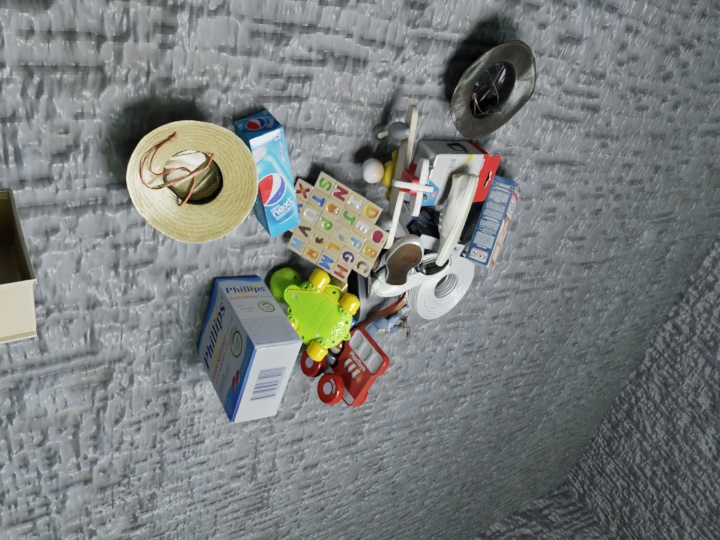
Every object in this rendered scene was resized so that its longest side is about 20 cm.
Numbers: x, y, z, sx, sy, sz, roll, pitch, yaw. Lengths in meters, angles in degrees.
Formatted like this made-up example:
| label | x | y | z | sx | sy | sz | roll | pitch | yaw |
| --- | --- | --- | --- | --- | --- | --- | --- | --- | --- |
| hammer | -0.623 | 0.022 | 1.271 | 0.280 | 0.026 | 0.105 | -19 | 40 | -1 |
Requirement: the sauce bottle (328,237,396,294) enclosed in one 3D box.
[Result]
| label | x | y | z | sx | sy | sz | roll | pitch | yaw |
| --- | --- | --- | --- | --- | --- | --- | --- | --- | --- |
| sauce bottle | -0.003 | -0.010 | 1.300 | 0.200 | 0.065 | 0.065 | -44 | 141 | -4 |

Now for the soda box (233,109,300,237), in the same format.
| label | x | y | z | sx | sy | sz | roll | pitch | yaw |
| --- | --- | --- | --- | --- | --- | --- | --- | --- | --- |
| soda box | -0.156 | -0.161 | 1.027 | 0.063 | 0.068 | 0.203 | -26 | 138 | -19 |

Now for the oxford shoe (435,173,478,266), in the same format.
| label | x | y | z | sx | sy | sz | roll | pitch | yaw |
| --- | --- | --- | --- | --- | --- | --- | --- | --- | --- |
| oxford shoe | 0.190 | -0.109 | 1.259 | 0.075 | 0.056 | 0.205 | -32 | 141 | -67 |

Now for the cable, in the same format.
| label | x | y | z | sx | sy | sz | roll | pitch | yaw |
| --- | --- | --- | --- | --- | --- | --- | --- | --- | --- |
| cable | 0.196 | 0.024 | 1.496 | 0.196 | 0.069 | 0.204 | -16 | 133 | -30 |

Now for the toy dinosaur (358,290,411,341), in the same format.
| label | x | y | z | sx | sy | sz | roll | pitch | yaw |
| --- | --- | --- | --- | --- | --- | --- | --- | --- | --- |
| toy dinosaur | 0.031 | 0.143 | 1.458 | 0.176 | 0.206 | 0.105 | 0 | 160 | 14 |

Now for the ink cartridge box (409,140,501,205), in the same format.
| label | x | y | z | sx | sy | sz | roll | pitch | yaw |
| --- | --- | --- | --- | --- | --- | --- | --- | --- | --- |
| ink cartridge box | 0.200 | -0.210 | 1.293 | 0.196 | 0.067 | 0.119 | -7 | 129 | -36 |

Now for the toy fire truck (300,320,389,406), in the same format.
| label | x | y | z | sx | sy | sz | roll | pitch | yaw |
| --- | --- | --- | --- | --- | --- | --- | --- | --- | --- |
| toy fire truck | -0.033 | 0.196 | 1.345 | 0.111 | 0.201 | 0.170 | 18 | 113 | -48 |

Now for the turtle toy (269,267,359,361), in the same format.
| label | x | y | z | sx | sy | sz | roll | pitch | yaw |
| --- | --- | --- | --- | --- | --- | --- | --- | --- | --- |
| turtle toy | -0.097 | 0.071 | 1.187 | 0.147 | 0.198 | 0.101 | -52 | 179 | 1 |

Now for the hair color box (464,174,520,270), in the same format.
| label | x | y | z | sx | sy | sz | roll | pitch | yaw |
| --- | --- | --- | --- | --- | --- | --- | --- | --- | --- |
| hair color box | 0.313 | -0.109 | 1.416 | 0.100 | 0.059 | 0.205 | 12 | 97 | -68 |

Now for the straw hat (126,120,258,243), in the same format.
| label | x | y | z | sx | sy | sz | roll | pitch | yaw |
| --- | --- | --- | --- | --- | --- | --- | --- | --- | --- |
| straw hat | -0.262 | -0.151 | 0.933 | 0.196 | 0.085 | 0.206 | -13 | 123 | -21 |

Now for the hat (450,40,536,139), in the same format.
| label | x | y | z | sx | sy | sz | roll | pitch | yaw |
| --- | --- | --- | --- | --- | --- | --- | --- | --- | --- |
| hat | 0.247 | -0.367 | 1.189 | 0.195 | 0.082 | 0.204 | -17 | 135 | -17 |

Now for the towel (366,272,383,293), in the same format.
| label | x | y | z | sx | sy | sz | roll | pitch | yaw |
| --- | --- | --- | --- | --- | --- | --- | --- | --- | --- |
| towel | -0.035 | 0.076 | 1.306 | 0.199 | 0.152 | 0.024 | -42 | 98 | -3 |

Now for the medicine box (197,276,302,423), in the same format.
| label | x | y | z | sx | sy | sz | roll | pitch | yaw |
| --- | --- | --- | --- | --- | --- | --- | --- | --- | --- |
| medicine box | -0.217 | 0.145 | 1.141 | 0.101 | 0.200 | 0.186 | -2 | 127 | -38 |

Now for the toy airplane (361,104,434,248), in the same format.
| label | x | y | z | sx | sy | sz | roll | pitch | yaw |
| --- | --- | --- | --- | --- | --- | --- | --- | --- | --- |
| toy airplane | 0.067 | -0.172 | 1.125 | 0.137 | 0.205 | 0.201 | 12 | 150 | 2 |

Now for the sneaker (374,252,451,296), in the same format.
| label | x | y | z | sx | sy | sz | roll | pitch | yaw |
| --- | --- | --- | --- | --- | --- | --- | --- | --- | --- |
| sneaker | 0.117 | 0.001 | 1.374 | 0.195 | 0.075 | 0.071 | -23 | 171 | -3 |

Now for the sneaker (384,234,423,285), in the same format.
| label | x | y | z | sx | sy | sz | roll | pitch | yaw |
| --- | --- | --- | --- | --- | --- | --- | --- | --- | --- |
| sneaker | 0.081 | -0.042 | 1.219 | 0.070 | 0.087 | 0.201 | 6 | 158 | -8 |

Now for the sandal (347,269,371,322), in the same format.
| label | x | y | z | sx | sy | sz | roll | pitch | yaw |
| --- | --- | --- | --- | --- | --- | --- | --- | --- | --- |
| sandal | 0.000 | -0.001 | 1.214 | 0.042 | 0.207 | 0.076 | 1 | 167 | -20 |

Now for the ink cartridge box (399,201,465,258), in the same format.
| label | x | y | z | sx | sy | sz | roll | pitch | yaw |
| --- | --- | --- | --- | --- | --- | --- | --- | --- | --- |
| ink cartridge box | 0.168 | -0.089 | 1.345 | 0.197 | 0.101 | 0.039 | 10 | 133 | -47 |

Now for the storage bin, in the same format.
| label | x | y | z | sx | sy | sz | roll | pitch | yaw |
| --- | --- | --- | --- | --- | --- | --- | --- | --- | --- |
| storage bin | -0.524 | 0.001 | 0.750 | 0.194 | 0.201 | 0.096 | -10 | 134 | -33 |

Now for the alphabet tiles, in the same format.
| label | x | y | z | sx | sy | sz | roll | pitch | yaw |
| --- | --- | --- | --- | --- | --- | --- | --- | --- | --- |
| alphabet tiles | -0.051 | -0.078 | 1.124 | 0.169 | 0.197 | 0.006 | -60 | 180 | 25 |
